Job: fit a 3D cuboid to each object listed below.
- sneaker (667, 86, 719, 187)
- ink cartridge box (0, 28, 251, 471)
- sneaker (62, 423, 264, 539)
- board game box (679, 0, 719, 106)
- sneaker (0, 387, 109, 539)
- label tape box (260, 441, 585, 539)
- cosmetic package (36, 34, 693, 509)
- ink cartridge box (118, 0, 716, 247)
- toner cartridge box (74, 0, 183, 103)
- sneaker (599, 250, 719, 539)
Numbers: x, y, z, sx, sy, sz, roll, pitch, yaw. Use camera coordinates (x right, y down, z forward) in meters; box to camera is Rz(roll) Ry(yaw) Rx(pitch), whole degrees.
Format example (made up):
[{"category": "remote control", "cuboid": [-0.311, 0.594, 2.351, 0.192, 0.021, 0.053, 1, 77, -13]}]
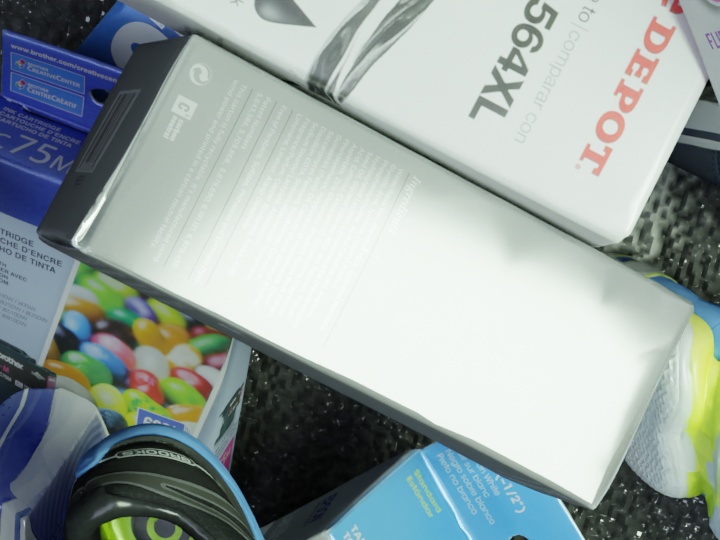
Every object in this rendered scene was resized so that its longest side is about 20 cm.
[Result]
[{"category": "sneaker", "cuboid": [0.195, -0.014, 0.895, 0.200, 0.078, 0.079, 15, 102, 6]}, {"category": "ink cartridge box", "cuboid": [-0.100, 0.011, 0.945, 0.119, 0.042, 0.200, 21, 129, 10]}, {"category": "sneaker", "cuboid": [-0.034, 0.142, 0.821, 0.071, 0.083, 0.200, -38, 93, 18]}, {"category": "board game box", "cuboid": [0.162, -0.045, 0.718, 0.040, 0.153, 0.200, -30, 109, -17]}, {"category": "sneaker", "cuboid": [-0.164, 0.125, 0.989, 0.115, 0.081, 0.199, 21, 137, 14]}, {"category": "label tape box", "cuboid": [0.001, 0.162, 0.925, 0.200, 0.066, 0.143, -29, 96, 20]}, {"category": "cosmetic package", "cuboid": [0.000, 0.000, 0.837, 0.200, 0.107, 0.090, 30, 85, -13]}, {"category": "ink cartridge box", "cuboid": [0.029, -0.115, 0.813, 0.200, 0.084, 0.146, 27, 88, -2]}, {"category": "toner cartridge box", "cuboid": [-0.039, -0.094, 0.941, 0.095, 0.043, 0.200, 41, 110, -4]}, {"category": "sneaker", "cuboid": [0.164, 0.055, 0.913, 0.200, 0.105, 0.076, 52, 151, 34]}]
